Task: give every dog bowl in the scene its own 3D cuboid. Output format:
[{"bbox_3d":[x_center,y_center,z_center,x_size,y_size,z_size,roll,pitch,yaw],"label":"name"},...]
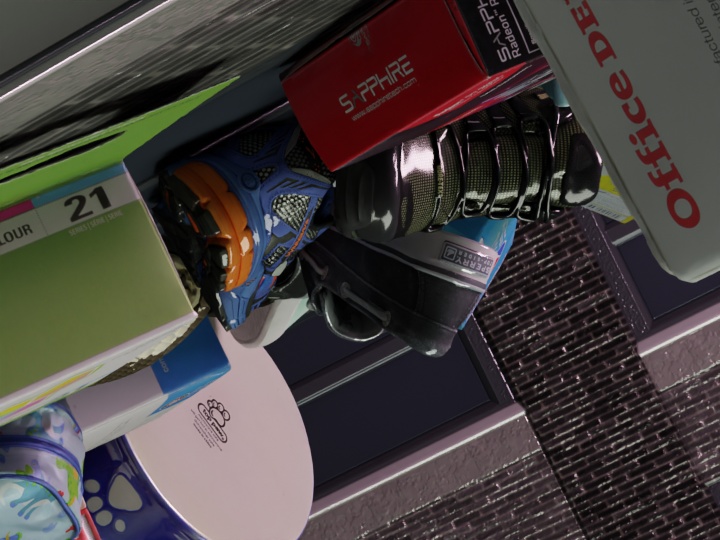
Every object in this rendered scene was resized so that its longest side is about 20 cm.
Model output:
[{"bbox_3d":[-0.123,0.112,1.543,0.079,0.201,0.200,-30,176,29],"label":"dog bowl"}]

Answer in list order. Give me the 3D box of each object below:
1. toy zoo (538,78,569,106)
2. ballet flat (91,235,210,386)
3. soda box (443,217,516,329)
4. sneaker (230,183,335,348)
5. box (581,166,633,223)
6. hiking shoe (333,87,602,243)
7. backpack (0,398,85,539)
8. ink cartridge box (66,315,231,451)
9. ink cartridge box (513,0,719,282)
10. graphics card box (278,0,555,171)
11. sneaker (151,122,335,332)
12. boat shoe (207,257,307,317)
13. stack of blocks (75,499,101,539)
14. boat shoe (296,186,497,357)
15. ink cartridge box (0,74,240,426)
[{"bbox_3d":[0.153,-0.112,1.084,0.131,0.021,0.199,14,-148,41],"label":"toy zoo"},{"bbox_3d":[-0.167,0.037,1.216,0.199,0.068,0.046,-20,-174,-2],"label":"ballet flat"},{"bbox_3d":[0.046,-0.027,1.328,0.064,0.068,0.200,-58,172,-10],"label":"soda box"},{"bbox_3d":[-0.018,-0.010,1.506,0.118,0.074,0.200,-18,171,-27],"label":"sneaker"},{"bbox_3d":[0.123,-0.081,1.232,0.200,0.117,0.049,149,-38,-77],"label":"box"},{"bbox_3d":[0.057,-0.057,1.070,0.100,0.076,0.200,7,-162,22],"label":"hiking shoe"},{"bbox_3d":[-0.230,0.103,1.129,0.200,0.154,0.164,-39,148,-16],"label":"backpack"},{"bbox_3d":[-0.194,0.072,1.343,0.199,0.085,0.145,-24,176,-28],"label":"ink cartridge box"},{"bbox_3d":[0.148,-0.102,0.711,0.083,0.146,0.200,-27,178,-40],"label":"ink cartridge box"},{"bbox_3d":[0.080,-0.108,0.949,0.199,0.051,0.125,-26,179,-33],"label":"graphics card box"},{"bbox_3d":[-0.048,-0.023,1.118,0.078,0.076,0.200,-29,179,-9],"label":"sneaker"},{"bbox_3d":[-0.061,-0.006,1.355,0.056,0.069,0.200,-25,179,-20],"label":"boat shoe"},{"bbox_3d":[-0.231,0.197,1.291,0.199,0.116,0.059,-21,176,-31],"label":"stack of blocks"},{"bbox_3d":[0.000,0.000,1.169,0.071,0.068,0.200,20,-178,-29],"label":"boat shoe"},{"bbox_3d":[-0.132,0.011,0.904,0.147,0.076,0.200,-25,178,-36],"label":"ink cartridge box"}]
